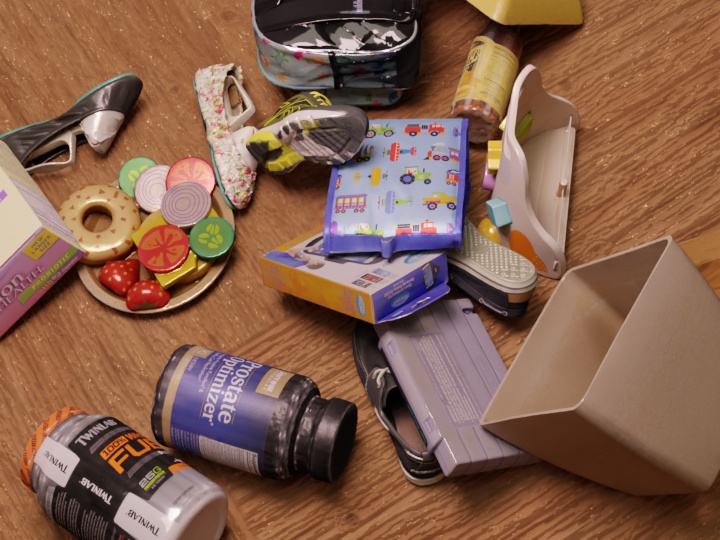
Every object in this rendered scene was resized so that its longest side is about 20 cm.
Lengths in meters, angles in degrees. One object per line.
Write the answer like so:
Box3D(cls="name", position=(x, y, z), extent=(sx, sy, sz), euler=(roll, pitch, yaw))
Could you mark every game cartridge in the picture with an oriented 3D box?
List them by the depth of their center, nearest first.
Box3D(cls="game cartridge", position=(0.099, 0.119, 1.513), extent=(0.128, 0.039, 0.201), euler=(-6, 54, -30))

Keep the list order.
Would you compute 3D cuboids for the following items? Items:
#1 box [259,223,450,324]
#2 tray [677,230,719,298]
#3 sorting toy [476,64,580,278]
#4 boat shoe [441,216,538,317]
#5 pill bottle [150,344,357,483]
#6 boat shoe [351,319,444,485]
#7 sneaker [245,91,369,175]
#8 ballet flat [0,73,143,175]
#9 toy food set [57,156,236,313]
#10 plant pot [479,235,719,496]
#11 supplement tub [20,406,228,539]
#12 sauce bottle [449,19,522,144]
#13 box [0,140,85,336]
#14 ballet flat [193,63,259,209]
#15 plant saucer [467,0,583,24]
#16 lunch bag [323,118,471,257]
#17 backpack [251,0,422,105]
Box3D(cls="box", position=(0.000, 0.000, 1.558), extent=(0.199, 0.042, 0.119), euler=(15, 34, 43))
Box3D(cls="tray", position=(0.423, -0.001, 1.567), extent=(0.198, 0.037, 0.100), euler=(-17, 60, 0))
Box3D(cls="sorting toy", position=(0.180, -0.124, 1.586), extent=(0.105, 0.181, 0.202), euler=(4, 62, 10))
Box3D(cls="boat shoe", position=(0.115, -0.010, 1.600), extent=(0.074, 0.063, 0.199), euler=(-27, 43, -31))
Box3D(cls="pill bottle", position=(-0.108, 0.154, 1.517), extent=(0.198, 0.112, 0.113), euler=(14, 64, 15))
Box3D(cls="boat shoe", position=(0.042, 0.125, 1.537), extent=(0.071, 0.068, 0.201), euler=(-22, 59, -2))
Box3D(cls="sneaker", position=(-0.055, -0.167, 1.613), extent=(0.199, 0.074, 0.085), euler=(-5, 49, 52))
Box3D(cls="ballet flat", position=(-0.342, -0.163, 1.755), extent=(0.198, 0.068, 0.069), euler=(-27, 70, 5))
Box3D(cls="toy food set", position=(-0.239, -0.045, 1.679), extent=(0.197, 0.049, 0.201), euler=(-32, 62, -10))
Box3D(cls="plant pot", position=(0.270, 0.114, 1.429), extent=(0.177, 0.200, 0.201), euler=(39, 68, -13))
Box3D(cls="supplement tub", position=(-0.244, 0.229, 1.489), extent=(0.199, 0.123, 0.123), euler=(28, 69, 21))
Box3D(cls="sauce bottle", position=(0.156, -0.243, 1.720), extent=(0.065, 0.066, 0.202), euler=(10, 55, 13))
Box3D(cls="box", position=(-0.444, -0.040, 1.654), extent=(0.176, 0.097, 0.200), euler=(-44, 62, 3))
Box3D(cls="ballet flat", position=(-0.151, -0.168, 1.716), extent=(0.063, 0.076, 0.202), euler=(-25, 61, 14))
Box3D(cls="plant saucer", position=(0.157, -0.364, 1.725), extent=(0.200, 0.049, 0.199), euler=(42, 31, 25))
Box3D(cls="lunch bag", position=(0.041, -0.081, 1.588), extent=(0.148, 0.095, 0.201), euler=(0, 34, 8))
Box3D(cls="backpack", position=(-0.029, -0.288, 1.721), extent=(0.197, 0.151, 0.179), euler=(1, 55, -1))
